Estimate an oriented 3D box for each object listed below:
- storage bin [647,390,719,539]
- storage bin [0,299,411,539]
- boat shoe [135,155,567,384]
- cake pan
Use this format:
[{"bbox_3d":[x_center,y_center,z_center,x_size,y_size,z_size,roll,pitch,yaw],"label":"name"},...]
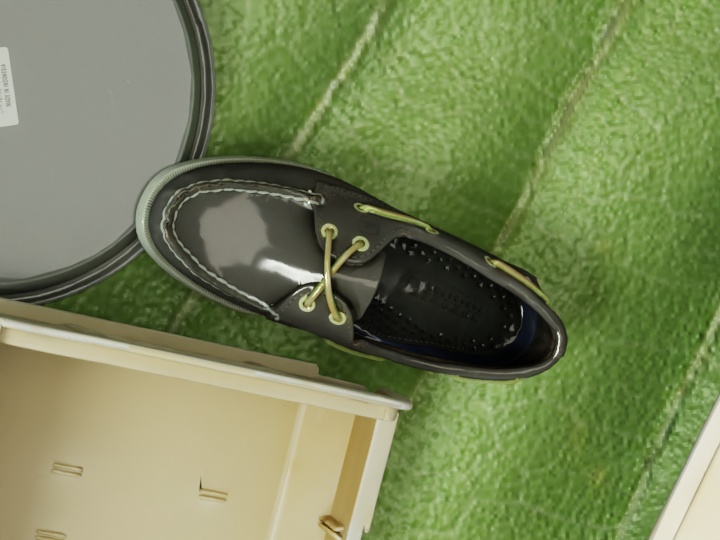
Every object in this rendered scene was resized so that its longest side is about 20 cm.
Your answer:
[{"bbox_3d":[0.185,0.079,0.828,0.093,0.199,0.201,26,89,5],"label":"storage bin"},{"bbox_3d":[-0.093,0.130,0.805,0.198,0.094,0.201,13,92,-21],"label":"storage bin"},{"bbox_3d":[0.000,0.000,0.833,0.201,0.061,0.072,17,95,-23],"label":"boat shoe"},{"bbox_3d":[-0.160,-0.081,0.820,0.199,0.037,0.201,-1,95,-12],"label":"cake pan"}]
